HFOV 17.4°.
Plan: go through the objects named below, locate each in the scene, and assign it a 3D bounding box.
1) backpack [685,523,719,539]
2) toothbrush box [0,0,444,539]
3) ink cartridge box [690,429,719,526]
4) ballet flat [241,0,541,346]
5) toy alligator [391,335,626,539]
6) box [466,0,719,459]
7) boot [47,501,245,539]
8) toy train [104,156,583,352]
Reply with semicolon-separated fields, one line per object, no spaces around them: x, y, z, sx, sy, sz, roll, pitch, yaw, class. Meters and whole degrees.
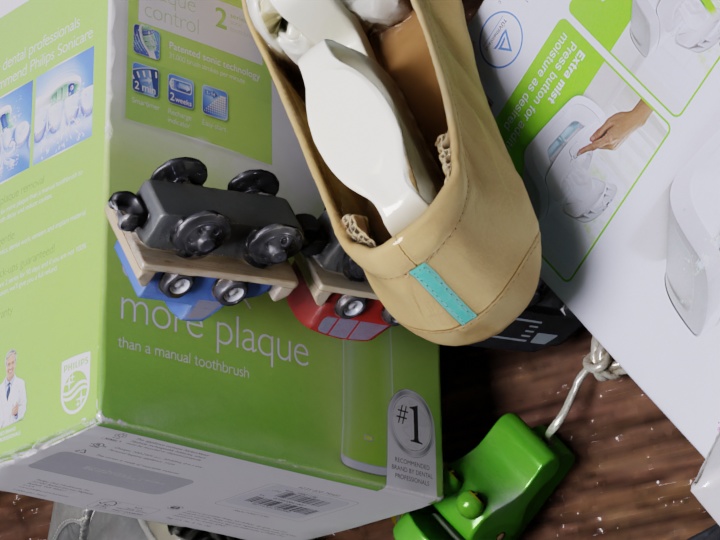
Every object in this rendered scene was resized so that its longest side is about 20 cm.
0.107;0.187;0.687;0.126;0.167;0.201;-36;79;44;backpack
-0.052;-0.020;0.799;0.086;0.145;0.201;-23;59;43;toothbrush box
0.201;0.078;0.579;0.145;0.083;0.200;-34;100;37;ink cartridge box
0.001;-0.067;0.715;0.069;0.063;0.200;-38;50;16;ballet flat
0.034;0.090;0.807;0.059;0.054;0.200;46;117;33;toy alligator
0.137;-0.063;0.695;0.177;0.096;0.200;48;118;32;box
-0.095;0.173;0.902;0.182;0.072;0.201;35;105;58;boot
0.000;0.000;0.746;0.046;0.199;0.034;-52;48;30;toy train
